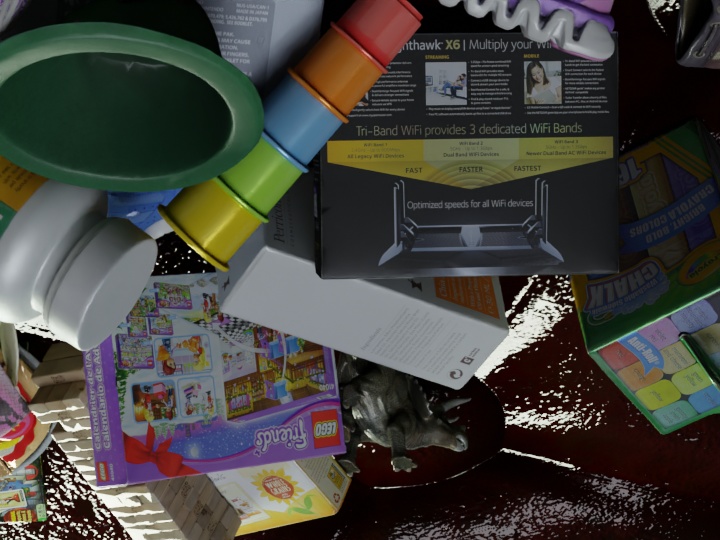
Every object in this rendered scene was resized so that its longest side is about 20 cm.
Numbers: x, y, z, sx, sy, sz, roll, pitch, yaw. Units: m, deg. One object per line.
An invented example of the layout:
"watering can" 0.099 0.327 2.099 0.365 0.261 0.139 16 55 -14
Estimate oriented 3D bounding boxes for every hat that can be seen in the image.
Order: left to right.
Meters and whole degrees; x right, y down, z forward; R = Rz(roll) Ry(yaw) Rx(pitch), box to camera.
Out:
"hat" -0.130 -0.162 1.200 0.198 0.177 0.166 10 150 -16

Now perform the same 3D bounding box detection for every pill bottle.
"pill bottle" -0.231 -0.038 1.266 0.199 0.113 0.113 34 134 12

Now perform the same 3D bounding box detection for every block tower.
"block tower" -0.167 0.140 1.476 0.058 0.054 0.201 -9 127 36

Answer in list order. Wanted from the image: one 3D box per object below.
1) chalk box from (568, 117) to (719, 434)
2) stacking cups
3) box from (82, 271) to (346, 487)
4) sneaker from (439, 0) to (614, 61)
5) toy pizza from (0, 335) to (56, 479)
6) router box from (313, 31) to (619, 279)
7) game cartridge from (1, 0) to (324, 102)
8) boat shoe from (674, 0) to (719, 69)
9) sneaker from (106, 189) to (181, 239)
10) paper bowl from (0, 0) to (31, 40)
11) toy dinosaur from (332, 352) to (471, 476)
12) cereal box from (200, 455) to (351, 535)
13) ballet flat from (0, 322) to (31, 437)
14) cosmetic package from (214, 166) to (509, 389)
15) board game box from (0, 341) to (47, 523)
"chalk box" 0.224 0.022 1.387 0.123 0.201 0.124 -26 133 19
"stacking cups" -0.037 -0.091 1.243 0.200 0.061 0.060 -46 129 2
"box" -0.101 0.071 1.393 0.199 0.138 0.039 -3 174 -43
"sneaker" 0.074 -0.201 1.231 0.199 0.081 0.089 20 99 -5
"toy pizza" -0.325 0.109 1.501 0.198 0.032 0.201 -3 136 -3
"router box" 0.068 -0.076 1.309 0.198 0.052 0.159 -1 95 -6
"game cartridge" -0.123 -0.153 1.241 0.198 0.041 0.134 3 114 -17
"boat shoe" 0.225 -0.198 1.252 0.064 0.072 0.201 -12 143 -1
"sneaker" -0.173 -0.058 1.343 0.199 0.077 0.111 -25 135 19
"paper bowl" -0.268 -0.206 1.124 0.199 0.104 0.202 8 119 15
"toy dinosaur" 0.008 0.088 1.517 0.077 0.103 0.200 -16 129 24
"cereal box" -0.119 0.116 1.499 0.143 0.040 0.200 -16 124 37
"ballet flat" -0.284 0.026 1.411 0.071 0.069 0.201 -30 112 -29
"cosmetic package" 0.000 0.000 1.409 0.199 0.102 0.071 18 131 -25
"board game box" -0.303 0.131 1.566 0.104 0.024 0.201 -1 136 -3
